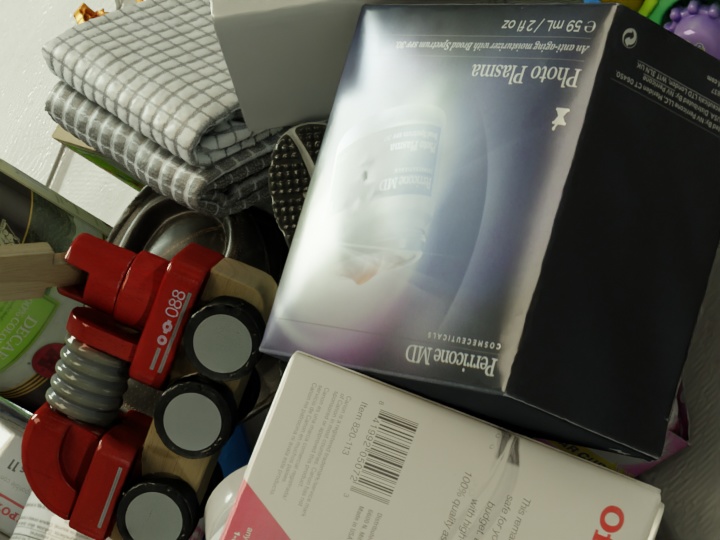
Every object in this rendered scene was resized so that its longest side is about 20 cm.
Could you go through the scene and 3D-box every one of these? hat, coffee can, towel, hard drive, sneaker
[{"bbox_3d":[-0.109,0.007,1.493,0.200,0.081,0.202,-6,77,27],"label":"hat"},{"bbox_3d":[-0.232,0.017,1.668,0.146,0.200,0.147,-34,39,33],"label":"coffee can"},{"bbox_3d":[-0.076,-0.118,1.503,0.199,0.086,0.165,-26,39,-32],"label":"towel"},{"bbox_3d":[0.025,-0.130,1.329,0.199,0.132,0.026,-8,65,4],"label":"hard drive"},{"bbox_3d":[-0.007,0.011,1.410,0.073,0.080,0.201,-1,95,16],"label":"sneaker"}]

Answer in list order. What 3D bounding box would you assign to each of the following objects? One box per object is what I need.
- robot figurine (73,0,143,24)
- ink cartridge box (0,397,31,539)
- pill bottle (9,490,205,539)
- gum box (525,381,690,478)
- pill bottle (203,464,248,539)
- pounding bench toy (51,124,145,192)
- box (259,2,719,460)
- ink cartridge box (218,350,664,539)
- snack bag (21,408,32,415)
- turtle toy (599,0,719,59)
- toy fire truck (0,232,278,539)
[{"bbox_3d":[-0.172,-0.168,1.878,0.145,0.058,0.200,-46,33,19],"label":"robot figurine"},{"bbox_3d":[-0.240,0.140,1.640,0.067,0.117,0.200,-55,40,-2],"label":"ink cartridge box"},{"bbox_3d":[-0.174,0.202,1.512,0.113,0.113,0.201,3,65,54],"label":"pill bottle"},{"bbox_3d":[0.109,0.031,1.318,0.113,0.066,0.201,-36,38,32],"label":"gum box"},{"bbox_3d":[-0.032,0.200,1.321,0.112,0.112,0.200,-44,34,20],"label":"pill bottle"},{"bbox_3d":[-0.096,-0.119,1.656,0.156,0.124,0.200,-61,26,-5],"label":"pounding bench toy"},{"bbox_3d":[0.074,-0.024,1.212,0.200,0.123,0.199,6,78,51],"label":"box"},{"bbox_3d":[0.033,0.147,1.192,0.083,0.199,0.147,91,-160,-77],"label":"ink cartridge box"},{"bbox_3d":[-0.313,0.156,1.827,0.189,0.021,0.200,-55,32,5],"label":"snack bag"},{"bbox_3d":[0.196,-0.134,1.297,0.200,0.146,0.101,-47,54,17],"label":"turtle toy"},{"bbox_3d":[-0.165,0.058,1.400,0.129,0.199,0.177,-50,-17,-76],"label":"toy fire truck"}]
